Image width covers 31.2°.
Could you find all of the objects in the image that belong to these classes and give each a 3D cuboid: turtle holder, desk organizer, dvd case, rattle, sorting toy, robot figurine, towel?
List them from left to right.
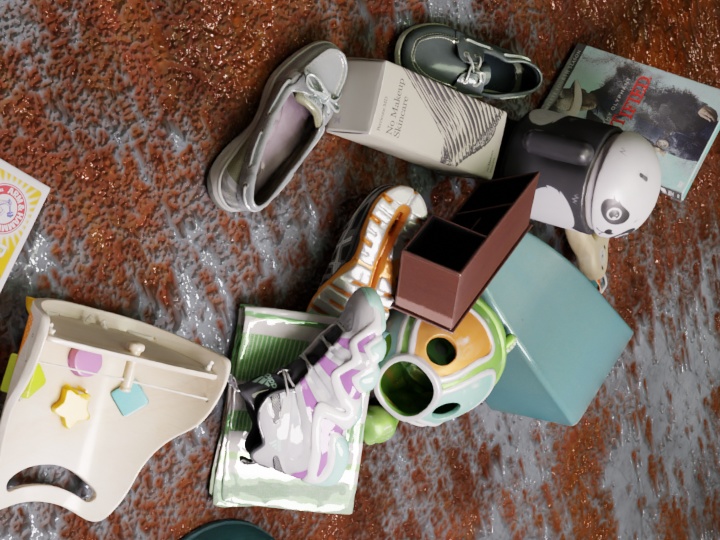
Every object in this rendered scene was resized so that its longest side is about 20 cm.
[{"bbox_3d":[-0.241,0.127,1.107,0.199,0.107,0.181,19,92,-45],"label":"sorting toy"},{"bbox_3d":[-0.064,0.140,1.283,0.152,0.023,0.201,7,95,-18],"label":"towel"},{"bbox_3d":[0.060,0.098,1.356,0.132,0.185,0.141,-43,111,-52],"label":"turtle holder"},{"bbox_3d":[0.111,-0.033,1.323,0.200,0.071,0.077,-49,155,-42],"label":"desk organizer"},{"bbox_3d":[0.232,-0.107,1.432,0.150,0.199,0.125,-30,131,-51],"label":"robot figurine"},{"bbox_3d":[0.321,-0.046,1.574,0.130,0.142,0.201,-51,130,-73],"label":"rattle"},{"bbox_3d":[0.313,-0.177,1.507,0.146,0.199,0.022,-58,155,-17],"label":"dvd case"}]

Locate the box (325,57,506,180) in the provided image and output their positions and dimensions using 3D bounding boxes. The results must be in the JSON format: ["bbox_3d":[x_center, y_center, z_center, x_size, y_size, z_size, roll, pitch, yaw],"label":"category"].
[{"bbox_3d":[0.062,-0.156,1.352,0.199,0.068,0.083,13,90,-45],"label":"box"}]

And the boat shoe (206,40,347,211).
[{"bbox_3d":[-0.067,-0.136,1.234,0.202,0.065,0.075,-53,130,-22],"label":"boat shoe"}]

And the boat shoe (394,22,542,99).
[{"bbox_3d":[0.120,-0.224,1.399,0.199,0.062,0.073,6,94,-45],"label":"boat shoe"}]

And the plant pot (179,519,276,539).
[{"bbox_3d":[-0.087,0.362,1.234,0.199,0.187,0.201,-10,105,-42],"label":"plant pot"}]

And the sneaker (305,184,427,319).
[{"bbox_3d":[0.000,0.000,1.324,0.078,0.077,0.201,30,96,-22],"label":"sneaker"}]

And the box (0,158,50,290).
[{"bbox_3d":[-0.340,-0.005,0.973,0.112,0.101,0.201,32,76,-43],"label":"box"}]

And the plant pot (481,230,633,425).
[{"bbox_3d":[0.180,0.051,1.465,0.142,0.141,0.200,-53,122,-22],"label":"plant pot"}]

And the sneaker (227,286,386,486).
[{"bbox_3d":[-0.061,0.101,1.226,0.139,0.078,0.201,15,93,-20],"label":"sneaker"}]
